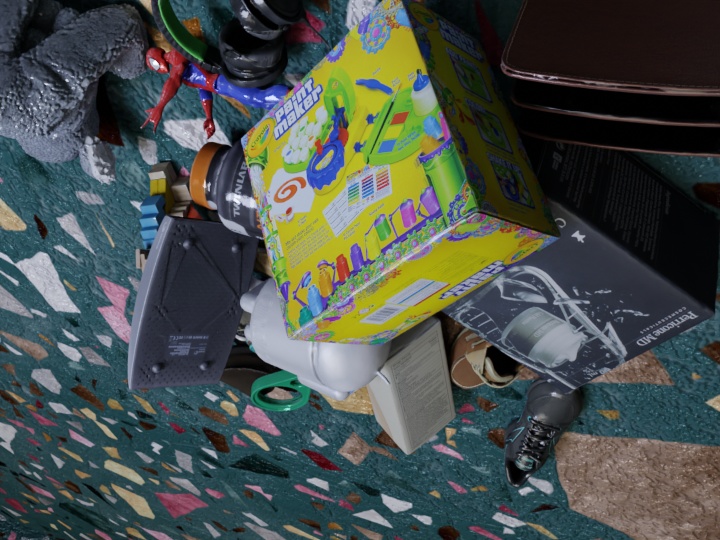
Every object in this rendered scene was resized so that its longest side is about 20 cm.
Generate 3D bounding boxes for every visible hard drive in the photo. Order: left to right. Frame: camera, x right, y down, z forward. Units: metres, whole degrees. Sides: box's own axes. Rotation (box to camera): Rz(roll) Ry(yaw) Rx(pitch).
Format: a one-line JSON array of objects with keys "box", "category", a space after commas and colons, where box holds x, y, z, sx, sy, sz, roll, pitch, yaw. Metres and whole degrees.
[{"box": [-0.196, 0.036, 0.847, 0.042, 0.133, 0.204, 30, 108, 42], "category": "hard drive"}]

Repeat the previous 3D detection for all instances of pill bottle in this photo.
[{"box": [-0.083, -0.081, 0.792, 0.196, 0.107, 0.107, 16, 141, 13], "category": "pill bottle"}]

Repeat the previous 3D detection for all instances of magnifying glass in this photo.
[{"box": [-0.078, 0.139, 0.963, 0.078, 0.023, 0.199, 21, 141, -27], "category": "magnifying glass"}]

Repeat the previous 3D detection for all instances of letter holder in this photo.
[{"box": [0.209, -0.134, 0.532, 0.196, 0.144, 0.102, 9, 139, 20], "category": "letter holder"}]

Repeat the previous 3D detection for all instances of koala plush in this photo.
[{"box": [-0.336, -0.184, 0.787, 0.175, 0.186, 0.201, 27, 154, -1], "category": "koala plush"}]

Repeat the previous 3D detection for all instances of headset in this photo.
[{"box": [-0.091, -0.211, 0.658, 0.196, 0.096, 0.124, 15, 144, -13], "category": "headset"}]

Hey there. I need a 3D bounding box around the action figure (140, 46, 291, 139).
[{"box": [-0.136, -0.159, 0.741, 0.197, 0.101, 0.065, 25, -177, 5], "category": "action figure"}]

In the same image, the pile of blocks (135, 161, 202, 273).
[{"box": [-0.222, -0.033, 0.884, 0.061, 0.205, 0.082, -6, 178, 17], "category": "pile of blocks"}]

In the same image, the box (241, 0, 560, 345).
[{"box": [0.022, -0.071, 0.600, 0.199, 0.196, 0.121, -33, 153, 35], "category": "box"}]

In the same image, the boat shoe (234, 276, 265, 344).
[{"box": [-0.146, 0.061, 0.977, 0.072, 0.067, 0.200, 15, 161, 1], "category": "boat shoe"}]

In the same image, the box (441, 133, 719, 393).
[{"box": [0.192, -0.012, 0.700, 0.194, 0.125, 0.200, 31, 142, -9], "category": "box"}]

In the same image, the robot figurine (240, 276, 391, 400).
[{"box": [-0.046, 0.067, 0.833, 0.197, 0.113, 0.173, 15, 126, 33], "category": "robot figurine"}]

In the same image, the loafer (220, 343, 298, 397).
[{"box": [-0.148, 0.145, 1.034, 0.197, 0.073, 0.072, 7, 164, -43], "category": "loafer"}]

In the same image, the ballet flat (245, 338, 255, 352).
[{"box": [-0.091, 0.097, 0.992, 0.073, 0.076, 0.200, 7, 161, 23], "category": "ballet flat"}]

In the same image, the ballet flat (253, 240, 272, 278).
[{"box": [-0.149, -0.034, 0.935, 0.196, 0.069, 0.064, 13, 113, 13], "category": "ballet flat"}]

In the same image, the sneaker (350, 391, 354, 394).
[{"box": [-0.020, 0.085, 0.964, 0.072, 0.083, 0.202, 9, 138, 24], "category": "sneaker"}]

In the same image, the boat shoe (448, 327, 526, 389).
[{"box": [0.162, 0.098, 0.879, 0.075, 0.075, 0.200, 31, 142, -6], "category": "boat shoe"}]

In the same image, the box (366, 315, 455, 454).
[{"box": [0.058, 0.134, 0.947, 0.078, 0.094, 0.202, 40, 154, 41], "category": "box"}]

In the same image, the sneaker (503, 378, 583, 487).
[{"box": [0.237, 0.216, 0.967, 0.074, 0.080, 0.202, 20, 140, 8], "category": "sneaker"}]
